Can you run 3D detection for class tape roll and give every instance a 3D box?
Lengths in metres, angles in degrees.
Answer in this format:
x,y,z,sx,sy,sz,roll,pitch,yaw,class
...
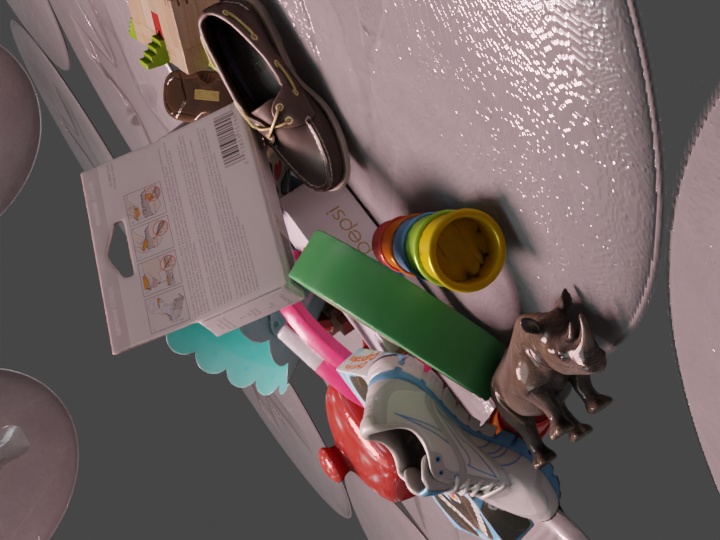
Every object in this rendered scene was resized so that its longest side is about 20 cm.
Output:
x,y,z,sx,sy,sz,roll,pitch,yaw,class
0.034,0.038,1.008,0.199,0.048,0.200,32,178,1,tape roll

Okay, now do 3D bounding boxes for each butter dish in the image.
x,y,z,sx,sy,sz,roll,pitch,yaw,class
0.019,0.183,1.347,0.200,0.147,0.201,51,164,22,butter dish

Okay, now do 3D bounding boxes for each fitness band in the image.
x,y,z,sx,sy,sz,roll,pitch,yaw,class
-0.011,0.060,1.208,0.200,0.037,0.144,42,-150,-1,fitness band

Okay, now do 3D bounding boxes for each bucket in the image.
x,y,z,sx,sy,sz,roll,pitch,yaw,class
-0.136,0.027,1.316,0.205,0.136,0.208,24,156,12,bucket

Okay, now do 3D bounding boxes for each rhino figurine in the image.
x,y,z,sx,sy,sz,roll,pitch,yaw,class
0.139,0.075,0.878,0.088,0.059,0.200,57,164,20,rhino figurine

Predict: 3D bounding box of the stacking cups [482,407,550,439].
x,y,z,sx,sy,sz,roll,pitch,yaw,class
0.130,0.149,1.062,0.061,0.060,0.200,53,166,17,stacking cups

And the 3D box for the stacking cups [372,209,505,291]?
x,y,z,sx,sy,sz,roll,pitch,yaw,class
0.057,-0.021,0.959,0.061,0.060,0.200,59,172,-10,stacking cups

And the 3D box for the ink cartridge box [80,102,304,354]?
x,y,z,sx,sy,sz,roll,pitch,yaw,class
-0.158,-0.035,1.099,0.045,0.175,0.202,48,-157,-61,ink cartridge box

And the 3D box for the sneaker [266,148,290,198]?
x,y,z,sx,sy,sz,roll,pitch,yaw,class
-0.118,-0.096,1.221,0.200,0.082,0.082,-59,-30,-73,sneaker

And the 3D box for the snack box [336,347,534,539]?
x,y,z,sx,sy,sz,roll,pitch,yaw,class
0.066,0.160,1.087,0.201,0.037,0.116,54,163,-12,snack box

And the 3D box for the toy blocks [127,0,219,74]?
x,y,z,sx,sy,sz,roll,pitch,yaw,class
-0.195,-0.288,1.207,0.200,0.099,0.138,37,144,52,toy blocks

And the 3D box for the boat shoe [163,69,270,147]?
x,y,z,sx,sy,sz,roll,pitch,yaw,class
-0.111,-0.171,1.202,0.199,0.076,0.073,23,111,39,boat shoe

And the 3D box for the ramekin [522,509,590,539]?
x,y,z,sx,sy,sz,roll,pitch,yaw,class
0.194,0.336,1.185,0.203,0.094,0.203,52,166,19,ramekin

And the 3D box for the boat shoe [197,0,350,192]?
x,y,z,sx,sy,sz,roll,pitch,yaw,class
-0.080,-0.155,1.086,0.071,0.059,0.201,-27,93,35,boat shoe

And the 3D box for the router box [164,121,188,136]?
x,y,z,sx,sy,sz,roll,pitch,yaw,class
-0.164,-0.111,1.399,0.199,0.051,0.151,-16,97,61,router box

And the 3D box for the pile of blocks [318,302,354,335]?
x,y,z,sx,sy,sz,roll,pitch,yaw,class
-0.041,0.041,1.419,0.083,0.062,0.200,57,166,0,pile of blocks

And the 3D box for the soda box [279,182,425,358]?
x,y,z,sx,sy,sz,roll,pitch,yaw,class
0.000,0.000,1.176,0.201,0.068,0.064,53,166,19,soda box

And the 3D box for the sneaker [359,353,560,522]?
x,y,z,sx,sy,sz,roll,pitch,yaw,class
0.076,0.160,0.976,0.199,0.087,0.075,35,135,-11,sneaker
